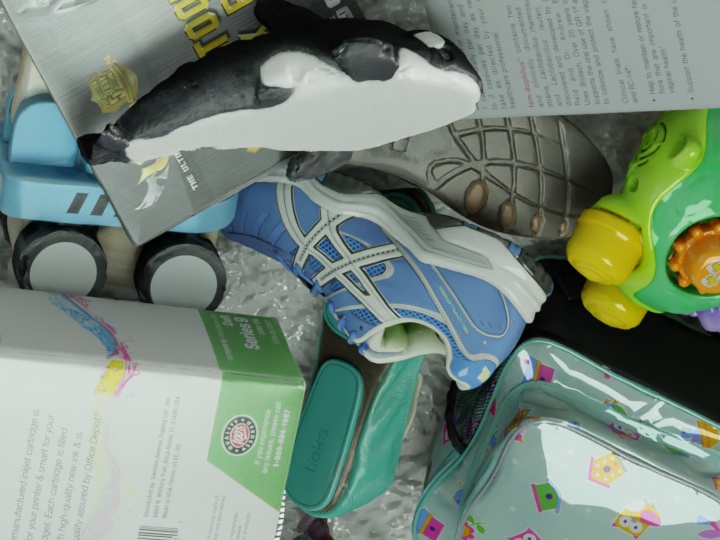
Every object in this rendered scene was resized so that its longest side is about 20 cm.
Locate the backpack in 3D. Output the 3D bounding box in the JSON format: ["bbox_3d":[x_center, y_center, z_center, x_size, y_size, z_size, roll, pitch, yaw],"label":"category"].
[{"bbox_3d":[0.124,0.119,1.679,0.175,0.154,0.200,23,134,-10],"label":"backpack"}]

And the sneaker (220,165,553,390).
[{"bbox_3d":[0.000,0.000,1.563,0.077,0.199,0.076,-63,149,-13],"label":"sneaker"}]

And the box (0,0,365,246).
[{"bbox_3d":[-0.093,-0.138,1.464,0.158,0.048,0.201,-29,107,-6],"label":"box"}]

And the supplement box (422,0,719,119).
[{"bbox_3d":[0.140,-0.147,1.484,0.199,0.101,0.104,-3,129,20],"label":"supplement box"}]

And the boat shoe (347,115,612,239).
[{"bbox_3d":[0.042,-0.078,1.573,0.199,0.073,0.075,22,103,-15],"label":"boat shoe"}]

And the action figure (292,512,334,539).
[{"bbox_3d":[-0.044,0.240,1.779,0.133,0.150,0.200,-22,148,1],"label":"action figure"}]

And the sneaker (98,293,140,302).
[{"bbox_3d":[-0.155,0.101,1.607,0.115,0.075,0.201,25,78,-38],"label":"sneaker"}]

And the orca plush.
[{"bbox_3d":[-0.044,-0.095,1.441,0.199,0.071,0.105,-17,151,-5],"label":"orca plush"}]

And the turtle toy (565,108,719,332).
[{"bbox_3d":[0.189,-0.026,1.583,0.146,0.101,0.200,-61,161,-12],"label":"turtle toy"}]

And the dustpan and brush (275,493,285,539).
[{"bbox_3d":[-0.093,0.178,1.670,0.139,0.057,0.201,-16,89,1],"label":"dustpan and brush"}]

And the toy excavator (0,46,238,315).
[{"bbox_3d":[-0.152,-0.088,1.529,0.193,0.100,0.201,5,111,-15],"label":"toy excavator"}]

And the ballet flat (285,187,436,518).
[{"bbox_3d":[0.011,0.043,1.658,0.070,0.067,0.201,-5,117,-53],"label":"ballet flat"}]

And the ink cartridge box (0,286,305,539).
[{"bbox_3d":[-0.143,0.093,1.507,0.199,0.088,0.146,5,113,-17],"label":"ink cartridge box"}]
